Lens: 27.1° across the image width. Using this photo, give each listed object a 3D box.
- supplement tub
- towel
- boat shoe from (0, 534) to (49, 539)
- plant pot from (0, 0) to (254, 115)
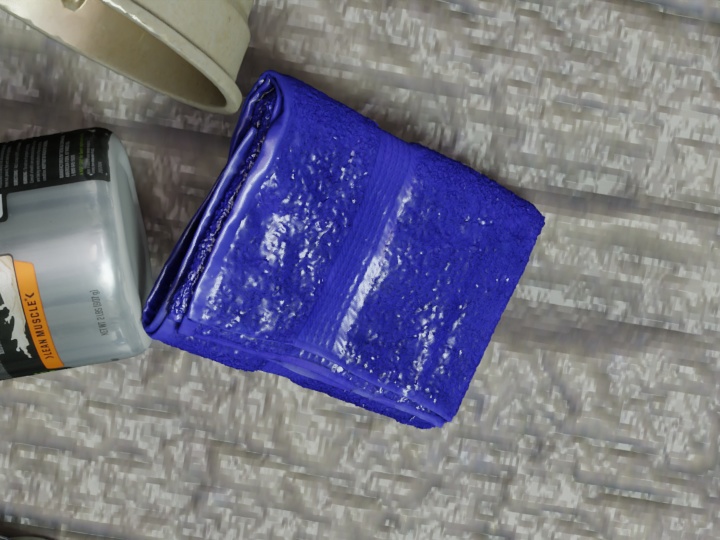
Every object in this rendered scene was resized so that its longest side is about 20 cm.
[{"bbox_3d":[-0.214,0.000,0.779,0.198,0.123,0.124,-10,99,-1],"label":"supplement tub"},{"bbox_3d":[0.000,0.000,0.784,0.199,0.049,0.149,22,99,-37],"label":"towel"},{"bbox_3d":[-0.221,0.179,0.833,0.198,0.066,0.075,26,96,-7],"label":"boat shoe"},{"bbox_3d":[-0.106,-0.206,0.733,0.199,0.200,0.185,29,84,-7],"label":"plant pot"}]
